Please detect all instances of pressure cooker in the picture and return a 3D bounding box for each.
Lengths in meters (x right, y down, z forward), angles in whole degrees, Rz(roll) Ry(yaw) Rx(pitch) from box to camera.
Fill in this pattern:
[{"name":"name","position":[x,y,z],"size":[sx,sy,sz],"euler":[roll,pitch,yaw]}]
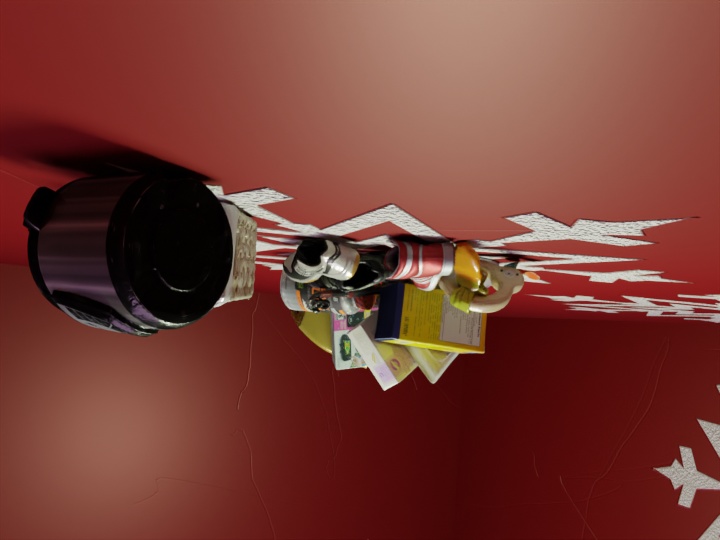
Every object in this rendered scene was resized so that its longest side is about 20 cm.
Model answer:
[{"name":"pressure cooker","position":[-0.269,-0.023,0.668],"size":[0.198,0.178,0.178],"euler":[2,-159,28]}]

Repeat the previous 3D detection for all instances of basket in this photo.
[{"name":"basket","position":[-0.257,-0.026,0.842],"size":[0.197,0.137,0.123],"euler":[3,178,11]}]

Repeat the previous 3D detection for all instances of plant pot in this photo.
[{"name":"plant pot","position":[-0.061,0.099,1.474],"size":[0.198,0.197,0.194],"euler":[20,-171,-23]}]

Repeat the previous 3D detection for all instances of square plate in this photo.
[{"name":"square plate","position":[0.155,0.111,1.269],"size":[0.200,0.199,0.028],"euler":[-36,180,-44]}]

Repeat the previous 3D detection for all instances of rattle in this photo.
[{"name":"rattle","position":[0.240,-0.017,1.023],"size":[0.198,0.145,0.130],"euler":[-14,-155,-17]}]

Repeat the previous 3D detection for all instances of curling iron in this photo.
[{"name":"curling iron","position":[-0.025,0.050,1.182],"size":[0.198,0.026,0.050],"euler":[-11,142,-37]}]

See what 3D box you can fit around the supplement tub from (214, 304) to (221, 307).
[{"name":"supplement tub","position":[-0.361,0.006,1.177],"size":[0.139,0.142,0.199],"euler":[2,173,28]}]

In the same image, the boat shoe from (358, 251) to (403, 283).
[{"name":"boat shoe","position":[0.000,0.000,1.181],"size":[0.198,0.069,0.072],"euler":[2,174,26]}]

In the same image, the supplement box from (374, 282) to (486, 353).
[{"name":"supplement box","position":[0.141,0.099,1.161],"size":[0.198,0.110,0.109],"euler":[11,170,-16]}]

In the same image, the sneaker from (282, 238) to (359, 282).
[{"name":"sneaker","position":[-0.091,-0.028,1.063],"size":[0.087,0.077,0.199],"euler":[28,157,-37]}]

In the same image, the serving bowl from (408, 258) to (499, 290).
[{"name":"serving bowl","position":[0.181,0.013,1.182],"size":[0.197,0.067,0.200],"euler":[5,173,1]}]

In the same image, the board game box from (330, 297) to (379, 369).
[{"name":"board game box","position":[0.031,0.145,1.379],"size":[0.197,0.150,0.064],"euler":[-5,-164,-11]}]

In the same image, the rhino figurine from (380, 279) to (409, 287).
[{"name":"rhino figurine","position":[0.094,0.021,1.359],"size":[0.086,0.061,0.200],"euler":[-2,170,25]}]

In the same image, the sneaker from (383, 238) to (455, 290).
[{"name":"sneaker","position":[0.087,-0.009,1.011],"size":[0.111,0.072,0.200],"euler":[1,167,-7]}]

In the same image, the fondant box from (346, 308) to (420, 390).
[{"name":"fondant box","position":[0.083,0.141,1.256],"size":[0.199,0.145,0.058],"euler":[-33,178,-43]}]

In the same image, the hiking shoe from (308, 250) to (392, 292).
[{"name":"hiking shoe","position":[-0.032,0.000,1.099],"size":[0.198,0.077,0.100],"euler":[-9,-173,27]}]

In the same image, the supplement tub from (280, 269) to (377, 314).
[{"name":"supplement tub","position":[-0.069,0.034,1.296],"size":[0.198,0.124,0.122],"euler":[2,174,23]}]
